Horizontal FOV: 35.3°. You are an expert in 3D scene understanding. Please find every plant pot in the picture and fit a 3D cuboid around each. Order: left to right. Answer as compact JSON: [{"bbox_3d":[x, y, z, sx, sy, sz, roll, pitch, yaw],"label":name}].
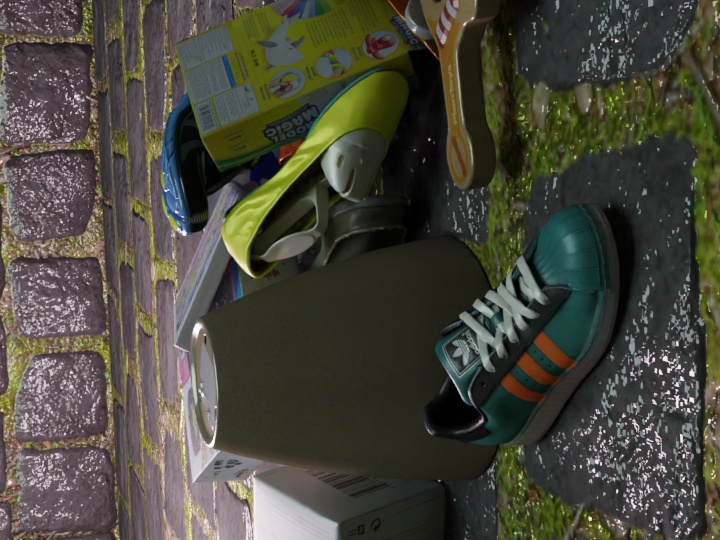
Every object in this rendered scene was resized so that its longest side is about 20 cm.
[{"bbox_3d":[-0.021,0.073,0.844,0.187,0.197,0.190,177,90,-70],"label":"plant pot"}]

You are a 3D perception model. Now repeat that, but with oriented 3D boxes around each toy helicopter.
[{"bbox_3d":[0.060,-0.155,0.761,0.132,0.078,0.203,-177,80,-71],"label":"toy helicopter"}]

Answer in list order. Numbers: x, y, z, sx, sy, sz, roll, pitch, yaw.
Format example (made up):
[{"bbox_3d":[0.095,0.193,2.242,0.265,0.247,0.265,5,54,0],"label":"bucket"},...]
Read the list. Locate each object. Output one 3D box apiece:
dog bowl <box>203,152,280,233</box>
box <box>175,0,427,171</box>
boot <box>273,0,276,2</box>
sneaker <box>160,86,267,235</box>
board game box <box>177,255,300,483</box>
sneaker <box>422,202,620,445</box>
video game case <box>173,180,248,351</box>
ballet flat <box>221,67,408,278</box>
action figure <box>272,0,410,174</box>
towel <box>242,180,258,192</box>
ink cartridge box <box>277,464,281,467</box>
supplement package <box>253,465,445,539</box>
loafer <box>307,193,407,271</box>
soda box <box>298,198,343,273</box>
[{"bbox_3d":[-0.138,-0.131,1.312,0.200,0.078,0.203,177,90,-70],"label":"dog bowl"},{"bbox_3d":[-0.040,-0.168,0.899,0.049,0.198,0.118,62,-174,-54],"label":"box"},{"bbox_3d":[-0.104,-0.292,1.074,0.204,0.152,0.074,124,138,-60],"label":"boot"},{"bbox_3d":[-0.120,-0.106,0.950,0.201,0.082,0.071,-80,-1,-50],"label":"sneaker"},{"bbox_3d":[-0.108,0.090,1.041,0.200,0.064,0.149,-50,45,50],"label":"board game box"},{"bbox_3d":[0.093,0.043,0.690,0.201,0.079,0.072,106,153,-42],"label":"sneaker"},{"bbox_3d":[-0.141,-0.012,1.059,0.145,0.018,0.200,-66,12,3],"label":"video game case"},{"bbox_3d":[-0.029,-0.066,0.872,0.200,0.067,0.067,-41,49,21],"label":"ballet flat"},{"bbox_3d":[-0.051,-0.133,0.981,0.199,0.104,0.196,-31,44,42],"label":"action figure"},{"bbox_3d":[-0.105,0.032,1.134,0.145,0.022,0.202,117,145,-44],"label":"towel"},{"bbox_3d":[-0.053,0.307,1.207,0.198,0.046,0.202,-123,37,-52],"label":"ink cartridge box"},{"bbox_3d":[-0.011,0.266,0.931,0.116,0.116,0.203,16,110,47],"label":"supplement package"},{"bbox_3d":[0.000,0.000,0.962,0.200,0.074,0.070,112,149,-63],"label":"loafer"},{"bbox_3d":[-0.057,-0.019,1.128,0.200,0.063,0.069,148,117,-68],"label":"soda box"}]
